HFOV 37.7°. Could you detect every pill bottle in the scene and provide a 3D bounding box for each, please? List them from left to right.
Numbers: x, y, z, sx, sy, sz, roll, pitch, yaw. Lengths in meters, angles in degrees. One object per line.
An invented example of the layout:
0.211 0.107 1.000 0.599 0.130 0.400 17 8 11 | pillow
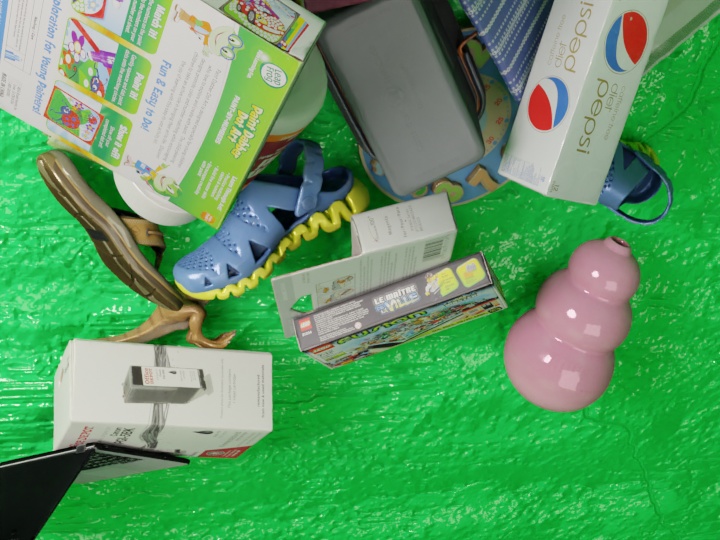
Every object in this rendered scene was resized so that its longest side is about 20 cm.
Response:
-0.118 -0.115 0.826 0.109 0.111 0.200 15 151 -27 | pill bottle

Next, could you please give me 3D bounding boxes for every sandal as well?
-0.214 -0.038 0.955 0.054 0.080 0.201 -47 124 -22 | sandal
-0.089 -0.051 0.960 0.199 0.079 0.088 -38 126 -19 | sandal
0.237 -0.096 1.026 0.198 0.087 0.080 10 126 -33 | sandal

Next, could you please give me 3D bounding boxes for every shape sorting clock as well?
0.093 -0.138 0.991 0.198 0.039 0.201 -8 131 -10 | shape sorting clock

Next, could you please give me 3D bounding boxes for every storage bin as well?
0.037 -0.167 0.854 0.144 0.135 0.201 -24 119 8 | storage bin

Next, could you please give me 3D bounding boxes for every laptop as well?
-0.309 0.246 1.066 0.186 0.117 0.199 -16 156 36 | laptop

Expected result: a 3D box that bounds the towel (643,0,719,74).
0.255 -0.284 0.910 0.149 0.031 0.200 -39 129 5 | towel

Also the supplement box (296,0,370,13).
-0.019 -0.287 0.722 0.102 0.201 0.132 -13 132 -6 | supplement box

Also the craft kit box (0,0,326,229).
-0.144 -0.136 0.684 0.197 0.049 0.200 32 144 -5 | craft kit box

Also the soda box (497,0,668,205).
0.185 -0.161 0.864 0.068 0.064 0.202 6 108 -38 | soda box

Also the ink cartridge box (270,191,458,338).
0.000 0.000 1.017 0.172 0.044 0.200 -14 162 -5 | ink cartridge box

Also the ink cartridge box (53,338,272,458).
-0.202 0.134 1.064 0.198 0.084 0.147 6 157 -21 | ink cartridge box

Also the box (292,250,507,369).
0.042 0.043 1.055 0.198 0.035 0.110 -20 161 11 | box

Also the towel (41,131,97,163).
-0.163 -0.157 0.903 0.148 0.031 0.200 24 119 -31 | towel

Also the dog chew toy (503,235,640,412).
0.238 0.054 1.148 0.123 0.125 0.201 11 118 -25 | dog chew toy

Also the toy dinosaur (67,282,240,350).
-0.182 0.043 1.061 0.200 0.060 0.106 -41 101 13 | toy dinosaur

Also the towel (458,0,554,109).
0.151 -0.210 0.902 0.024 0.146 0.200 6 147 41 | towel
